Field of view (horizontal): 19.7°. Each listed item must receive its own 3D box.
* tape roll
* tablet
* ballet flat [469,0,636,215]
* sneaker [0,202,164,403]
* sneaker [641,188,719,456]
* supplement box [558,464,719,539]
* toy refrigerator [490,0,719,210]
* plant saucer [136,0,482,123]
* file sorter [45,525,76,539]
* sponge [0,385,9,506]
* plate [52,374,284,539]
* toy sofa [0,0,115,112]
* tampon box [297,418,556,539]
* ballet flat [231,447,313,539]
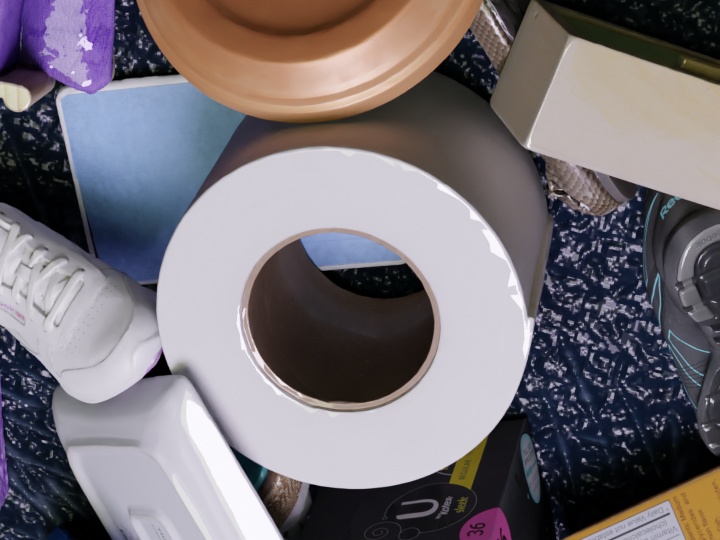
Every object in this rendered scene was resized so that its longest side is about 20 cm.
[{"bbox_3d":[0.000,0.000,1.145,0.202,0.139,0.203,4,115,8],"label":"tape roll"},{"bbox_3d":[-0.073,-0.057,1.217,0.200,0.014,0.130,-5,114,12],"label":"tablet"},{"bbox_3d":[0.086,-0.112,1.136,0.046,0.067,0.200,-22,114,30],"label":"ballet flat"},{"bbox_3d":[-0.186,0.013,1.172,0.100,0.200,0.075,35,84,-43],"label":"sneaker"},{"bbox_3d":[0.205,0.024,1.173,0.075,0.079,0.200,-23,131,-5],"label":"sneaker"},{"bbox_3d":[0.209,0.154,1.205,0.200,0.067,0.069,-25,68,14],"label":"supplement box"},{"bbox_3d":[0.178,-0.079,1.087,0.200,0.076,0.070,17,108,-17],"label":"toy refrigerator"},{"bbox_3d":[-0.029,-0.178,1.079,0.200,0.037,0.201,-2,79,13],"label":"plant saucer"},{"bbox_3d":[-0.165,0.257,1.261,0.139,0.200,0.123,45,81,-11],"label":"file sorter"},{"bbox_3d":[-0.325,0.094,1.328,0.199,0.030,0.112,3,116,9],"label":"sponge"},{"bbox_3d":[-0.101,0.154,1.192,0.200,0.032,0.200,60,153,-12],"label":"plate"},{"bbox_3d":[-0.173,-0.189,1.107,0.097,0.083,0.200,10,102,-1],"label":"toy sofa"},{"bbox_3d":[0.054,0.215,1.243,0.126,0.150,0.200,-9,113,16],"label":"tampon box"},{"bbox_3d":[-0.065,0.140,1.248,0.065,0.071,0.200,25,156,-17],"label":"ballet flat"}]
